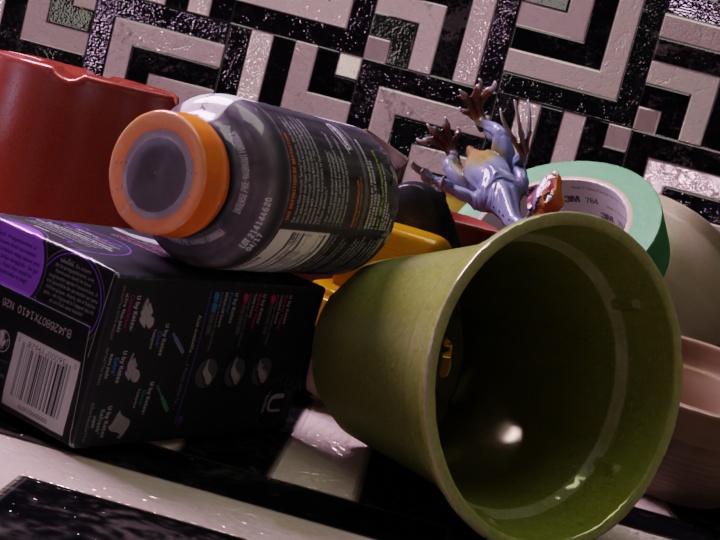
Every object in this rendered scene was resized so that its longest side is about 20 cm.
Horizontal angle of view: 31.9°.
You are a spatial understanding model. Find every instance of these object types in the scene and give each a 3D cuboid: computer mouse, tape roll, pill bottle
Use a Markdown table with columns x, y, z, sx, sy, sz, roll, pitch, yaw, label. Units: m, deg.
| x | y | z | sx | sy | sz | roll | pitch | yaw | label |
| --- | --- | --- | --- | --- | --- | --- | --- | --- | --- |
| 0.063 | 0.006 | 1.027 | 0.058 | 0.200 | 0.034 | -12 | 43 | 16 | computer mouse |
| 0.174 | -0.021 | 1.133 | 0.200 | 0.048 | 0.201 | -13 | 37 | 10 | tape roll |
| -0.066 | -0.052 | 0.787 | 0.106 | 0.107 | 0.200 | 19 | 7 | 29 | pill bottle |

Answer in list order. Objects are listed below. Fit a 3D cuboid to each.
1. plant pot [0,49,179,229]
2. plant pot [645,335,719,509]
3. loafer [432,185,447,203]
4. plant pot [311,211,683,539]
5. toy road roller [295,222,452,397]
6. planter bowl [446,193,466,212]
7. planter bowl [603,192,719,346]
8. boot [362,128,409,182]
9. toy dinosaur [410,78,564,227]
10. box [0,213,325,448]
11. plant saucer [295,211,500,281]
| x | y | z | sx | sy | sz | roll | pitch | yaw | label |
| --- | --- | --- | --- | --- | --- | --- | --- | --- | --- |
| -0.238 | -0.064 | 1.007 | 0.200 | 0.196 | 0.201 | 14 | 8 | -2 | plant pot |
| 0.245 | 0.118 | 0.963 | 0.200 | 0.093 | 0.201 | 14 | 14 | -4 | plant pot |
| 0.000 | -0.035 | 1.156 | 0.200 | 0.071 | 0.068 | -12 | -16 | 37 | loafer |
| 0.068 | 0.060 | 0.805 | 0.200 | 0.201 | 0.184 | 10 | -2 | -33 | plant pot |
| 0.027 | 0.034 | 0.986 | 0.123 | 0.147 | 0.200 | 18 | 8 | 19 | toy road roller |
| 0.061 | 0.018 | 1.261 | 0.200 | 0.201 | 0.084 | 15 | 43 | 2 | planter bowl |
| 0.276 | 0.009 | 1.228 | 0.200 | 0.135 | 0.200 | 34 | -11 | 8 | planter bowl |
| -0.058 | -0.067 | 1.367 | 0.186 | 0.201 | 0.064 | 15 | 7 | 1 | boot |
| 0.126 | -0.082 | 1.077 | 0.200 | 0.105 | 0.182 | 36 | 21 | -52 | toy dinosaur |
| -0.136 | 0.037 | 0.795 | 0.122 | 0.106 | 0.200 | 22 | 9 | 33 | box |
| 0.000 | 0.000 | 1.081 | 0.199 | 0.200 | 0.037 | 14 | 47 | -9 | plant saucer |
